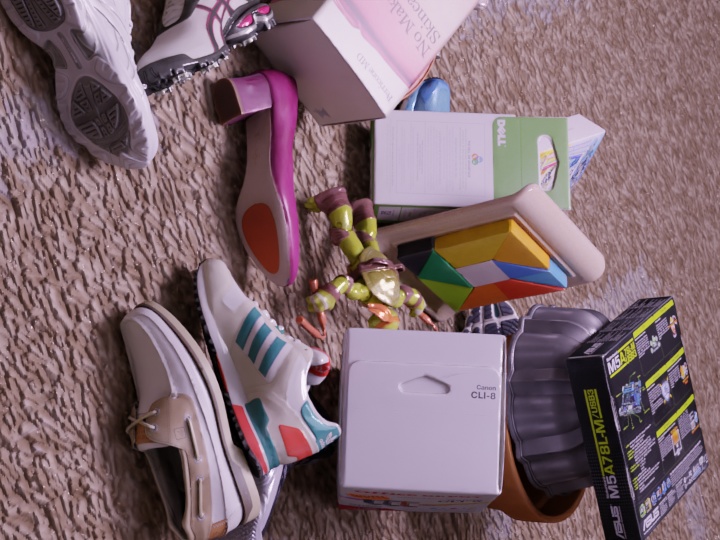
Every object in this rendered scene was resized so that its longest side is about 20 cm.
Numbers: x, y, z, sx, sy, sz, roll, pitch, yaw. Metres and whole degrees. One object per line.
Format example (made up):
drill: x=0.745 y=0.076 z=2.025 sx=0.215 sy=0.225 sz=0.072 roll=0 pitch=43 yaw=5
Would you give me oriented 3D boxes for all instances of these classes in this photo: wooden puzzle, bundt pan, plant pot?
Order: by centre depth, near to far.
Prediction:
bundt pan: x=0.225 y=0.130 z=1.649 sx=0.202 sy=0.076 sz=0.202 roll=16 pitch=71 yaw=-56
wooden puzzle: x=0.127 y=-0.009 z=1.665 sx=0.185 sy=0.200 sz=0.037 roll=40 pitch=40 yaw=-47
plant pot: x=0.139 y=0.166 z=1.705 sx=0.200 sy=0.140 sz=0.200 roll=17 pitch=70 yaw=-56

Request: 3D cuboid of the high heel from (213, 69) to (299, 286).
high heel: x=-0.069 y=-0.088 z=1.485 sx=0.096 sy=0.067 sz=0.200 roll=-13 pitch=92 yaw=-47

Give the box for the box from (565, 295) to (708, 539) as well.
box: x=0.280 y=0.145 z=1.618 sx=0.200 sy=0.047 sz=0.193 roll=-30 pitch=107 yaw=-55

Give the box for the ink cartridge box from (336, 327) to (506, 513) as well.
ink cartridge box: x=0.051 y=0.142 z=1.485 sx=0.200 sy=0.145 sz=0.145 roll=94 pitch=-1 yaw=-76

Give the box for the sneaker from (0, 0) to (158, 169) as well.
sneaker: x=-0.204 y=-0.178 z=1.289 sx=0.099 sy=0.078 sz=0.200 roll=-56 pitch=131 yaw=-51

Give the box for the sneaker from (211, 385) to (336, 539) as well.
sneaker: x=-0.075 y=0.171 z=1.423 sx=0.114 sy=0.075 sz=0.200 roll=36 pitch=55 yaw=-50

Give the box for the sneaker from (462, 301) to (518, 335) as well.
sneaker: x=0.162 y=0.118 z=1.836 sx=0.080 sy=0.077 sz=0.200 roll=-72 pitch=149 yaw=-65

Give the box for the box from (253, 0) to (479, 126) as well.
box: x=0.011 y=-0.252 z=1.547 sx=0.128 sy=0.109 sz=0.200 roll=50 pitch=61 yaw=-27

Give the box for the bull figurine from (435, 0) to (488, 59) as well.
bull figurine: x=0.058 y=-0.289 z=1.727 sx=0.200 sy=0.065 sz=0.122 roll=17 pitch=72 yaw=-45

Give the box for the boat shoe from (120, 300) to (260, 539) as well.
boat shoe: x=-0.150 y=0.124 z=1.310 sx=0.068 sy=0.075 sz=0.200 roll=-26 pitch=92 yaw=-33

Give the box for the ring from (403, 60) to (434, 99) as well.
ring: x=0.007 y=-0.262 z=1.625 sx=0.200 sy=0.019 sz=0.201 roll=1 pitch=88 yaw=-36

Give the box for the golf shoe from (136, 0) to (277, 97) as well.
golf shoe: x=-0.149 y=-0.211 z=1.395 sx=0.088 sy=0.077 sz=0.200 roll=61 pitch=29 yaw=-14

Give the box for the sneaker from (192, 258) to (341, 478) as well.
sneaker: x=-0.077 y=0.073 z=1.368 sx=0.070 sy=0.093 sz=0.200 roll=88 pitch=-17 yaw=-61

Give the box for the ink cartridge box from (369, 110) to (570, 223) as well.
ink cartridge box: x=0.109 y=-0.103 z=1.654 sx=0.059 sy=0.200 sz=0.104 roll=99 pitch=-7 yaw=-71

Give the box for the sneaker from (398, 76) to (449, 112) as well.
sneaker: x=0.094 y=-0.109 z=1.732 sx=0.078 sy=0.090 sz=0.200 roll=7 pitch=77 yaw=-57

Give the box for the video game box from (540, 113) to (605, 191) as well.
video game box: x=0.181 y=-0.079 z=1.810 sx=0.200 sy=0.047 sz=0.182 roll=-21 pitch=144 yaw=-59

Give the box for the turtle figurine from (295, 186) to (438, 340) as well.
turtle figurine: x=0.000 y=0.000 z=1.546 sx=0.200 sy=0.064 sz=0.161 roll=5 pitch=56 yaw=-46
